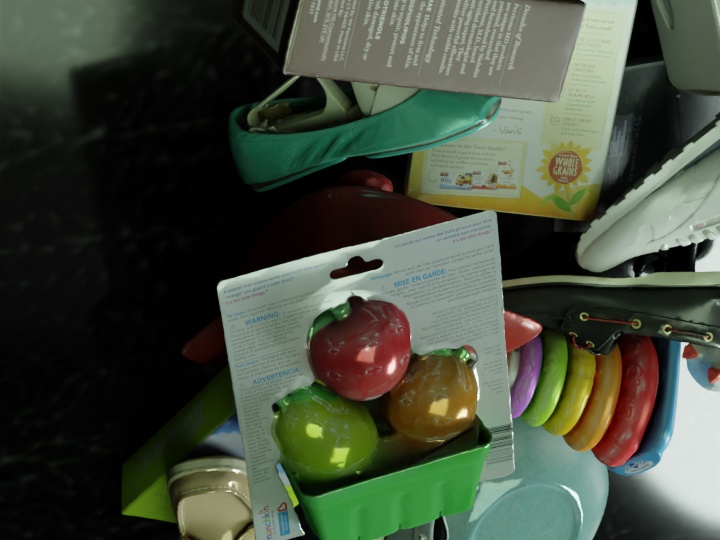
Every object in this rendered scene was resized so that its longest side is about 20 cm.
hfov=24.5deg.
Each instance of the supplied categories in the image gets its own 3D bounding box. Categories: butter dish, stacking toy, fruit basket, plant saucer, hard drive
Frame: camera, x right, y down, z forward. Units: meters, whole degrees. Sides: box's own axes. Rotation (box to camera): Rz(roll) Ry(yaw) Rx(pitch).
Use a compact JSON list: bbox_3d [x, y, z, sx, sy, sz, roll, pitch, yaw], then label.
[{"bbox_3d":[0.000,0.000,1.163,0.198,0.149,0.199,16,153,-28],"label":"butter dish"},{"bbox_3d":[0.145,0.083,1.297,0.198,0.116,0.111,15,69,-12],"label":"stacking toy"},{"bbox_3d":[0.006,0.069,1.051,0.183,0.094,0.202,-15,115,-14],"label":"fruit basket"},{"bbox_3d":[0.130,0.215,1.388,0.199,0.039,0.203,-11,119,-21],"label":"plant saucer"},{"bbox_3d":[0.233,-0.103,1.270,0.198,0.042,0.136,-9,119,-21],"label":"hard drive"}]

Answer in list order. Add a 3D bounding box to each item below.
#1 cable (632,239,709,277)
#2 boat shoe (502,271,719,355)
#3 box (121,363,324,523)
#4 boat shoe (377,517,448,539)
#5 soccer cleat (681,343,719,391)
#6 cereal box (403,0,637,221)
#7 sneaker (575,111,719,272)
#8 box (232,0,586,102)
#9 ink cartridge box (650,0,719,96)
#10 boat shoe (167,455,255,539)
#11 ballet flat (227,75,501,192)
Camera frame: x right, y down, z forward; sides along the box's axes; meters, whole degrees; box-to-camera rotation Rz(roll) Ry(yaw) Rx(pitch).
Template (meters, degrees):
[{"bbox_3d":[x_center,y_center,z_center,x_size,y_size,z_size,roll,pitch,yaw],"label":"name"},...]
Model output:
[{"bbox_3d":[0.309,-0.043,1.284,0.162,0.051,0.201,17,113,-36],"label":"cable"},{"bbox_3d":[0.178,0.032,1.240,0.199,0.074,0.064,0,88,10],"label":"boat shoe"},{"bbox_3d":[-0.076,0.126,1.181,0.121,0.048,0.200,15,143,-30],"label":"box"},{"bbox_3d":[0.065,0.156,1.284,0.073,0.061,0.201,-41,157,-52],"label":"boat shoe"},{"bbox_3d":[0.323,0.011,1.272,0.077,0.069,0.201,0,132,-49],"label":"soccer cleat"},{"bbox_3d":[0.113,-0.139,1.172,0.142,0.040,0.202,7,114,-4],"label":"cereal box"},{"bbox_3d":[0.244,-0.051,1.190,0.199,0.076,0.081,-37,93,20],"label":"sneaker"},{"bbox_3d":[0.031,-0.164,1.047,0.198,0.100,0.076,4,116,-28],"label":"box"},{"bbox_3d":[0.314,-0.224,1.198,0.198,0.083,0.148,-20,104,-16],"label":"ink cartridge box"},{"bbox_3d":[-0.092,0.195,1.178,0.073,0.070,0.201,-8,149,4],"label":"boat shoe"},{"bbox_3d":[-0.007,-0.107,1.097,0.198,0.068,0.071,-14,120,27],"label":"ballet flat"}]
